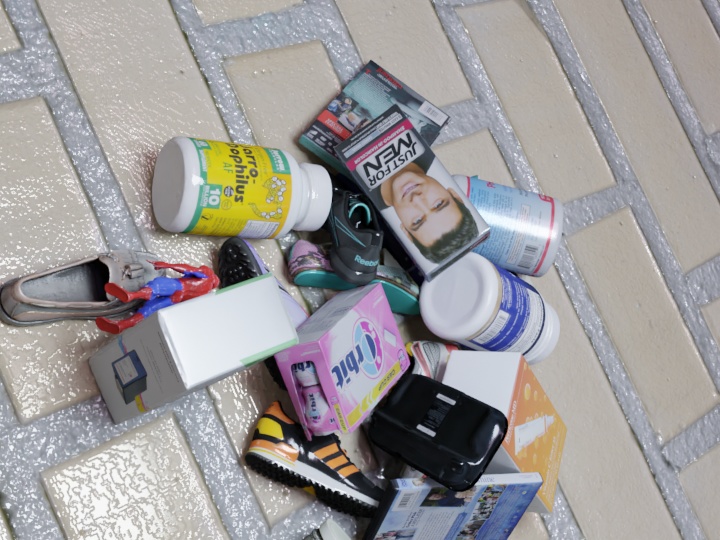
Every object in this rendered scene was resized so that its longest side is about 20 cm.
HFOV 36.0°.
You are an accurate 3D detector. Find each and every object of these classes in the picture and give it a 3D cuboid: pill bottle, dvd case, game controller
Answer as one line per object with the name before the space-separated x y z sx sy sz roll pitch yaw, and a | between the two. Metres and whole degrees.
pill bottle | 0.158 -0.064 1.459 0.199 0.109 0.109 14 63 -6
dvd case | 0.105 0.294 1.318 0.199 0.143 0.018 2 42 -24
pill bottle | -0.140 -0.096 1.335 0.199 0.113 0.113 4 70 -32
game controller | 0.087 0.183 1.286 0.104 0.200 0.042 -49 123 -15
pill bottle | 0.176 0.057 1.456 0.200 0.115 0.116 26 57 -48
dvd case | 0.024 -0.192 1.508 0.146 0.022 0.200 35 51 1

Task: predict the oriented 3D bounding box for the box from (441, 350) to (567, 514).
box | 0.176 0.204 1.383 0.200 0.097 0.125 53 45 -46

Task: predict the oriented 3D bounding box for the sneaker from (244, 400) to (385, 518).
sneaker | -0.036 0.222 1.306 0.199 0.070 0.090 28 62 -20

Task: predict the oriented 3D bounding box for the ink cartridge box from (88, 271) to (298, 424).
ink cartridge box | -0.182 0.085 1.183 0.145 0.200 0.088 -21 87 -38

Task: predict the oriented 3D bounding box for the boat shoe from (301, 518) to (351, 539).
boat shoe | -0.003 0.375 1.275 0.060 0.072 0.202 -35 109 2

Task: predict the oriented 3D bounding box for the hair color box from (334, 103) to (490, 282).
hair color box | 0.065 -0.096 1.379 0.099 0.061 0.200 -36 78 -1

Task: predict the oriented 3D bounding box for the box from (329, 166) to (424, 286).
box | 0.056 -0.080 1.511 0.121 0.032 0.201 -32 92 -38

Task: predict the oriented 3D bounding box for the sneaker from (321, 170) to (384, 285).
sneaker | -0.015 -0.072 1.392 0.075 0.080 0.200 2 40 -29

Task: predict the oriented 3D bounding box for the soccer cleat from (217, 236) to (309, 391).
soccer cleat | -0.105 0.047 1.338 0.073 0.068 0.201 -29 91 -50

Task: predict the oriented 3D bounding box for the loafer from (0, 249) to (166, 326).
loafer | -0.297 0.017 1.218 0.199 0.063 0.072 -15 81 -36

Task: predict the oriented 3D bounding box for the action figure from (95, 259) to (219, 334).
action figure | -0.218 0.025 1.243 0.200 0.051 0.066 -14 122 -62

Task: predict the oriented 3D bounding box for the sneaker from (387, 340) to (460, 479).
sneaker | 0.069 0.184 1.401 0.082 0.078 0.201 13 65 -2

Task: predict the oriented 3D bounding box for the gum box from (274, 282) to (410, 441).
gum box | -0.020 0.105 1.305 0.200 0.066 0.114 -41 113 -59

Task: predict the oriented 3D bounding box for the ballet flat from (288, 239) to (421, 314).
ballet flat | 0.000 0.000 1.423 0.199 0.069 0.072 15 59 -24

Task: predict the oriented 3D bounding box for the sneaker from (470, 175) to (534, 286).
sneaker | 0.196 -0.048 1.565 0.093 0.070 0.200 -41 93 -31
